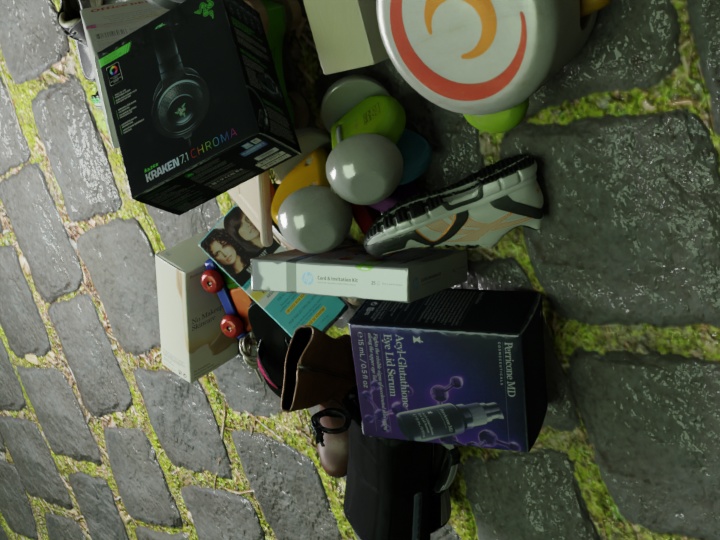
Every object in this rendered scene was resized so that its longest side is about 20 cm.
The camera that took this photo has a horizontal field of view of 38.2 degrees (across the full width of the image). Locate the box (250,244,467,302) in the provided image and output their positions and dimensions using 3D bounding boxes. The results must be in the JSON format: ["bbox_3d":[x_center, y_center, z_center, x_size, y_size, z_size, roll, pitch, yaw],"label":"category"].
[{"bbox_3d":[0.000,0.000,1.176,0.199,0.156,0.042,5,100,29],"label":"box"}]

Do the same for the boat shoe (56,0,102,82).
[{"bbox_3d":[-0.410,-0.368,1.517,0.072,0.065,0.201,28,131,32],"label":"boat shoe"}]

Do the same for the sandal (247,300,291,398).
[{"bbox_3d":[-0.113,0.124,1.449,0.074,0.045,0.201,-9,129,10],"label":"sandal"}]

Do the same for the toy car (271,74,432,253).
[{"bbox_3d":[-0.003,-0.104,1.171,0.149,0.176,0.200,31,121,-29],"label":"toy car"}]

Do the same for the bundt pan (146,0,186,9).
[{"bbox_3d":[-0.184,-0.374,1.185,0.201,0.203,0.076,-7,135,49],"label":"bundt pan"}]

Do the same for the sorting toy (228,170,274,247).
[{"bbox_3d":[-0.148,-0.156,1.292,0.200,0.036,0.186,53,153,42],"label":"sorting toy"}]

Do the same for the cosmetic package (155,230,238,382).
[{"bbox_3d":[-0.242,0.054,1.552,0.071,0.105,0.201,28,132,32],"label":"cosmetic package"}]

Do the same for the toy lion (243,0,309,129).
[{"bbox_3d":[-0.151,-0.281,1.298,0.191,0.068,0.201,27,130,44],"label":"toy lion"}]

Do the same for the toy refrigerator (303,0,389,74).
[{"bbox_3d":[-0.020,-0.322,1.122,0.076,0.070,0.201,-3,110,41],"label":"toy refrigerator"}]

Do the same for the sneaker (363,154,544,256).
[{"bbox_3d":[0.099,-0.048,1.087,0.199,0.074,0.080,-19,112,13],"label":"sneaker"}]

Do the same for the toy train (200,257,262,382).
[{"bbox_3d":[-0.132,0.060,1.466,0.115,0.085,0.201,-12,108,32],"label":"toy train"}]

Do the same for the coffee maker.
[{"bbox_3d":[0.029,0.242,1.303,0.135,0.190,0.201,-103,13,-58],"label":"coffee maker"}]

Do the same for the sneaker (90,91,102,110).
[{"bbox_3d":[-0.317,-0.225,1.492,0.199,0.078,0.086,22,135,43],"label":"sneaker"}]

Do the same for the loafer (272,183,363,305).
[{"bbox_3d":[-0.063,-0.030,1.339,0.200,0.072,0.063,41,144,19],"label":"loafer"}]

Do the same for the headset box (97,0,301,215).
[{"bbox_3d":[-0.182,-0.192,1.153,0.173,0.093,0.201,-23,72,21],"label":"headset box"}]

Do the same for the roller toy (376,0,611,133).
[{"bbox_3d":[0.120,-0.250,0.954,0.182,0.140,0.200,40,135,8],"label":"roller toy"}]

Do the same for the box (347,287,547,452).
[{"bbox_3d":[0.101,0.105,1.158,0.198,0.104,0.149,1,114,23],"label":"box"}]

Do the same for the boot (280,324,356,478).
[{"bbox_3d":[-0.044,0.168,1.289,0.068,0.200,0.190,15,89,19],"label":"boot"}]

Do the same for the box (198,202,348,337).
[{"bbox_3d":[-0.114,0.007,1.371,0.200,0.082,0.049,43,178,7],"label":"box"}]

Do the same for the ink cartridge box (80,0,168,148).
[{"bbox_3d":[-0.279,-0.265,1.340,0.200,0.127,0.126,-120,21,-54],"label":"ink cartridge box"}]
